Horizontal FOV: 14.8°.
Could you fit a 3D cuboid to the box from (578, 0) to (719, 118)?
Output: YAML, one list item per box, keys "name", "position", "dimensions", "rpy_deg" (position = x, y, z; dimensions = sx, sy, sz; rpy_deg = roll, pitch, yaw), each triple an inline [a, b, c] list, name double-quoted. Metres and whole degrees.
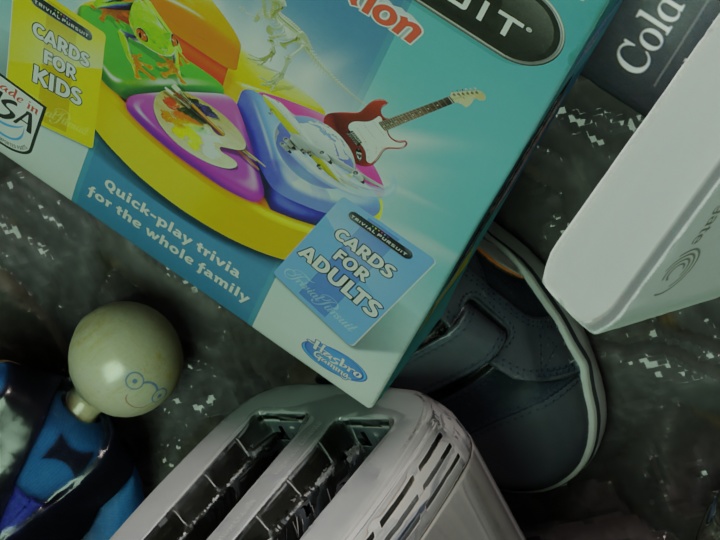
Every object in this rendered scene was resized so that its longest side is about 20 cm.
- name: "box"
  position: [0.080, -0.172, 0.731]
  dimensions: [0.196, 0.124, 0.200]
  rpy_deg: [34, 122, 7]

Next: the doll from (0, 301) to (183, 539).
- name: "doll"
  position: [-0.131, 0.089, 0.960]
  dimensions: [0.136, 0.048, 0.200]
  rpy_deg: [32, 104, -33]

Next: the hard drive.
- name: "hard drive"
  position: [0.144, -0.052, 0.717]
  dimensions: [0.027, 0.200, 0.132]
  rpy_deg: [48, 125, 22]

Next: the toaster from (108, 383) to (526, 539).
- name: "toaster"
  position: [-0.011, 0.124, 0.851]
  dimensions: [0.113, 0.200, 0.130]
  rpy_deg: [3, 128, 41]

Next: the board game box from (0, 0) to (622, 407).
- name: "board game box"
  position: [-0.019, -0.069, 0.733]
  dimensions: [0.151, 0.047, 0.200]
  rpy_deg: [34, 143, 5]

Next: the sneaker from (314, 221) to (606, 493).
- name: "sneaker"
  position: [0.000, 0.000, 0.871]
  dimensions: [0.078, 0.079, 0.200]
  rpy_deg: [-31, 101, 30]

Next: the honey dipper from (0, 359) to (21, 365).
- name: "honey dipper"
  position: [-0.158, 0.114, 1.019]
  dimensions: [0.038, 0.038, 0.200]
  rpy_deg: [29, 117, 7]

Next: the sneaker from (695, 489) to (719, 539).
- name: "sneaker"
  position: [0.103, 0.122, 0.830]
  dimensions: [0.075, 0.200, 0.079]
  rpy_deg: [38, 144, 40]
